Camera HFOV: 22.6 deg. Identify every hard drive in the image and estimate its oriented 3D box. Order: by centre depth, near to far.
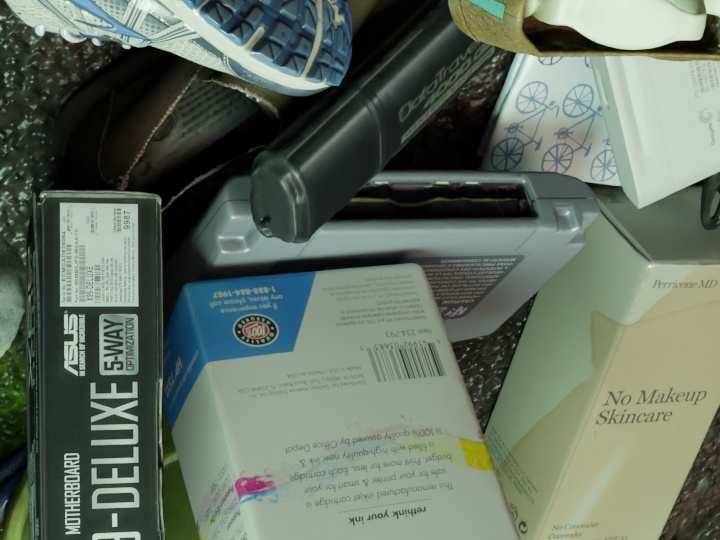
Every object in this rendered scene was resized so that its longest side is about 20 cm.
[{"bbox_3d":[0.203,-0.125,0.846,0.200,0.027,0.132,-25,128,-5],"label":"hard drive"}]

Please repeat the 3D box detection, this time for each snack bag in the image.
[{"bbox_3d":[0.171,-0.122,0.902,0.200,0.021,0.189,4,123,-31],"label":"snack bag"}]

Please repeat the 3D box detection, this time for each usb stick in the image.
[{"bbox_3d":[0.023,-0.086,0.784,0.200,0.033,0.055,-45,153,-28],"label":"usb stick"}]

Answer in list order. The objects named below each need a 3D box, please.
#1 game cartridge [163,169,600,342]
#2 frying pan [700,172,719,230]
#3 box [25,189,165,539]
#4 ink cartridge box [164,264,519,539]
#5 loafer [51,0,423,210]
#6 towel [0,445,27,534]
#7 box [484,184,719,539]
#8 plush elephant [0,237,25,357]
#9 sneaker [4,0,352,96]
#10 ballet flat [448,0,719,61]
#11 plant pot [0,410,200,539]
[{"bbox_3d":[0.000,0.000,0.859,0.200,0.041,0.133,-1,148,-31],"label":"game cartridge"},{"bbox_3d":[0.199,-0.118,0.882,0.115,0.031,0.190,-25,131,-6],"label":"frying pan"},{"bbox_3d":[-0.110,0.075,0.736,0.050,0.158,0.200,0,85,-12],"label":"box"},{"bbox_3d":[-0.005,0.101,0.765,0.116,0.200,0.067,-5,150,-25],"label":"ink cartridge box"},{"bbox_3d":[-0.039,-0.086,0.780,0.200,0.071,0.073,-40,134,5],"label":"loafer"},{"bbox_3d":[-0.090,0.125,0.954,0.147,0.024,0.200,-38,134,2],"label":"towel"},{"bbox_3d":[0.142,0.055,0.987,0.095,0.078,0.200,-2,126,-27],"label":"box"},{"bbox_3d":[-0.227,0.033,0.721,0.165,0.200,0.155,28,82,-19],"label":"plush elephant"},{"bbox_3d":[-0.094,-0.124,0.709,0.200,0.077,0.085,28,149,-23],"label":"sneaker"},{"bbox_3d":[0.136,-0.115,0.762,0.200,0.072,0.068,-2,117,-21],"label":"ballet flat"},{"bbox_3d":[-0.050,0.173,0.868,0.200,0.190,0.200,-15,127,-20],"label":"plant pot"}]
